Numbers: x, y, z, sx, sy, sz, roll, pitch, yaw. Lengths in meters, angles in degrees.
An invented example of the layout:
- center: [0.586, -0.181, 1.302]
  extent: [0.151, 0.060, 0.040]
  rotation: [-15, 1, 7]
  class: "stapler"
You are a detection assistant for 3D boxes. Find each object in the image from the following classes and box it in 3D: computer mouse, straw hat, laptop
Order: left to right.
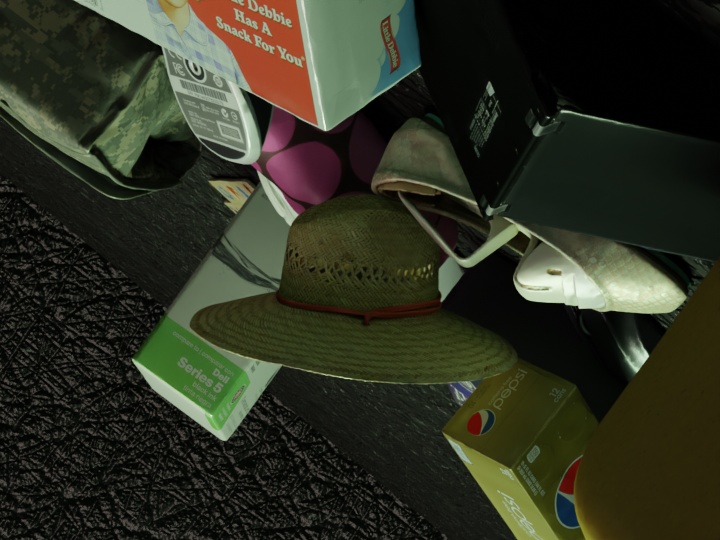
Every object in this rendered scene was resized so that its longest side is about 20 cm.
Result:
- center: [-0.088, -0.153, 0.930]
  extent: [0.109, 0.044, 0.201]
  rotation: [22, 139, 43]
  class: "computer mouse"
- center: [0.000, 0.000, 1.003]
  extent: [0.199, 0.086, 0.201]
  rotation: [5, -169, -1]
  class: "straw hat"
- center: [0.122, 0.010, 1.028]
  extent: [0.200, 0.034, 0.059]
  rotation: [42, 170, -12]
  class: "computer mouse"
- center: [0.105, -0.087, 0.739]
  extent: [0.187, 0.115, 0.201]
  rotation: [109, 138, -79]
  class: "laptop"

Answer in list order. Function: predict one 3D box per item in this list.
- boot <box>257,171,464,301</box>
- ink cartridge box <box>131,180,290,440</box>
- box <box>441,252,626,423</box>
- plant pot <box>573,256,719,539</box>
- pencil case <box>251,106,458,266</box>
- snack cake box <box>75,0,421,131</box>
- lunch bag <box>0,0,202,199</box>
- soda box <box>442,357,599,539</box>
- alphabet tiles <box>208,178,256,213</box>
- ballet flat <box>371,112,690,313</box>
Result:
- center: [0.002, -0.026, 1.230]
  extent: [0.200, 0.073, 0.096]
  rotation: [50, 173, -13]
  class: "boot"
- center: [-0.089, 0.027, 1.375]
  extent: [0.084, 0.201, 0.146]
  rotation: [34, 170, 8]
  class: "ink cartridge box"
- center: [0.150, 0.091, 1.145]
  extent: [0.199, 0.079, 0.141]
  rotation: [34, 164, 26]
  class: "box"
- center: [0.194, 0.080, 0.641]
  extent: [0.195, 0.195, 0.200]
  rotation: [38, 176, -21]
  class: "plant pot"
- center: [-0.023, -0.067, 1.073]
  extent: [0.200, 0.091, 0.094]
  rotation: [50, 178, -39]
  class: "pencil case"
- center: [-0.069, -0.159, 0.778]
  extent: [0.199, 0.067, 0.116]
  rotation: [31, 144, 35]
  class: "snack cake box"
- center: [-0.221, -0.144, 1.347]
  extent: [0.164, 0.118, 0.200]
  rotation: [36, 175, 15]
  class: "lunch bag"
- center: [0.131, 0.145, 1.058]
  extent: [0.064, 0.068, 0.200]
  rotation: [24, 156, 46]
  class: "soda box"
- center: [-0.066, -0.031, 1.583]
  extent: [0.166, 0.006, 0.200]
  rotation: [43, 169, -17]
  class: "alphabet tiles"
- center: [0.090, -0.017, 0.944]
  extent: [0.199, 0.063, 0.068]
  rotation: [34, 169, 27]
  class: "ballet flat"
